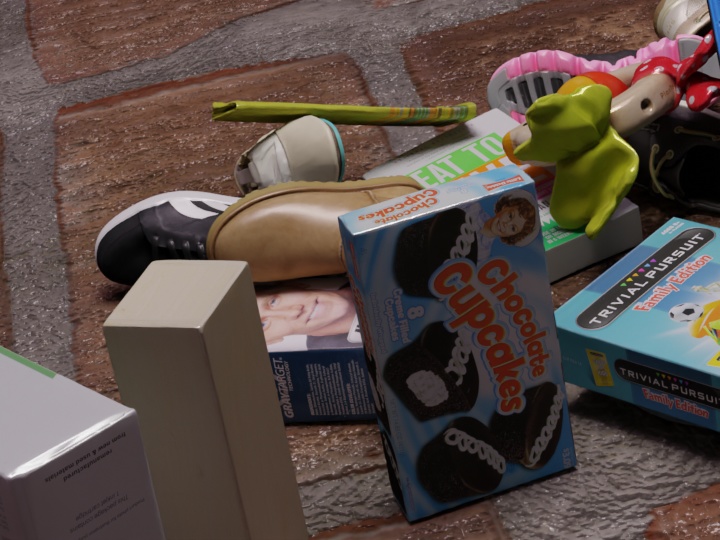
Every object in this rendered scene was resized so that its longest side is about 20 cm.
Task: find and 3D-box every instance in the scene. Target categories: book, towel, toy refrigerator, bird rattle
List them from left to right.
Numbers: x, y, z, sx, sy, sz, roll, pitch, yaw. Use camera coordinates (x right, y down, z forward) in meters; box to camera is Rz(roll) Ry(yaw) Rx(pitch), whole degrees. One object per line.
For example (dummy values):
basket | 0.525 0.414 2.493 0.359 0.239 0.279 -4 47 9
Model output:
toy refrigerator | -0.090 0.099 1.195 0.069 0.201 0.076 0 31 21
towel | -0.013 -0.127 1.611 0.199 0.018 0.086 0 -2 -18
book | 0.105 -0.047 1.563 0.133 0.048 0.200 -23 34 -20
bird rattle | 0.186 -0.125 1.500 0.200 0.113 0.163 -42 20 -20

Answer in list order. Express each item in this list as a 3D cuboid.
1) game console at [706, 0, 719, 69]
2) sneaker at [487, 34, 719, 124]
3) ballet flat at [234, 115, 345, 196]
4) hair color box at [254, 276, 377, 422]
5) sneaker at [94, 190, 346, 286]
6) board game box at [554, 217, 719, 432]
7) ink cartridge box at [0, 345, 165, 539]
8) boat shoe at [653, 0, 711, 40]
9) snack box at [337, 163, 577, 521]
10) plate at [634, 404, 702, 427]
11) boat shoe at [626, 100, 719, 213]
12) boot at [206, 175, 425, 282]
game console | 0.310 -0.090 1.413 0.117 0.172 0.201 -6 33 9
sneaker | 0.207 -0.152 1.704 0.198 0.080 0.095 -4 7 11
ballet flat | -0.063 -0.081 1.610 0.069 0.070 0.200 -18 2 -13
hair color box | -0.022 0.053 1.402 0.198 0.061 0.100 -3 29 15
sneaker | -0.108 -0.008 1.528 0.198 0.074 0.112 -7 27 5
board game box | 0.240 0.038 1.299 0.199 0.047 0.151 17 40 41
ink cartridge box | -0.178 0.158 1.122 0.087 0.201 0.145 -28 32 -36
boat shoe | 0.359 -0.233 1.784 0.199 0.072 0.065 -19 38 -9
snack box | 0.061 0.045 1.238 0.115 0.201 0.037 -17 27 -11
plate | 0.260 0.040 1.362 0.199 0.026 0.201 -9 28 5
boat shoe | 0.254 -0.082 1.537 0.200 0.072 0.061 11 31 30
boot | 0.000 0.000 1.357 0.174 0.067 0.200 -16 28 -11
